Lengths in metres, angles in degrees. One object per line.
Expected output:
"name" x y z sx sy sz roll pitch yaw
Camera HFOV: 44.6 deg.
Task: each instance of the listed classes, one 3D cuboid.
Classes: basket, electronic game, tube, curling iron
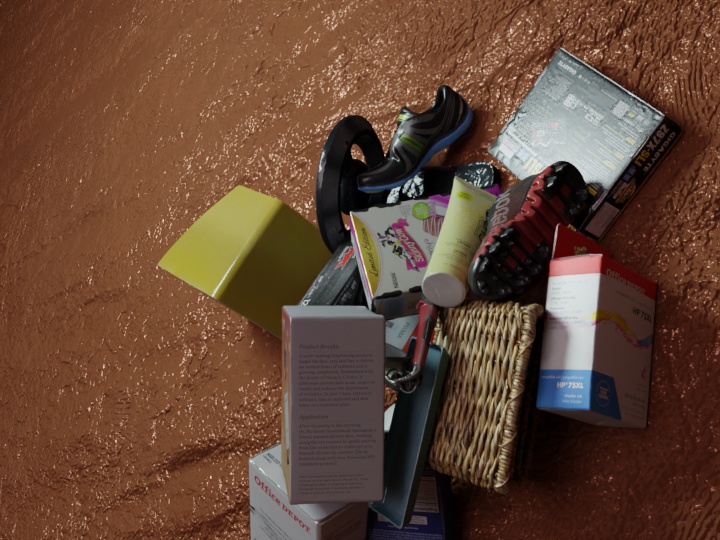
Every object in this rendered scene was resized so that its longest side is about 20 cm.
"basket" 0.166 0.139 0.973 0.148 0.142 0.202 3 80 53
"electronic game" -0.012 -0.118 1.244 0.041 0.200 0.202 7 78 24
"tube" 0.121 -0.041 1.025 0.052 0.058 0.201 -13 31 32
"curling iron" 0.067 0.051 0.981 0.049 0.026 0.201 -23 37 39

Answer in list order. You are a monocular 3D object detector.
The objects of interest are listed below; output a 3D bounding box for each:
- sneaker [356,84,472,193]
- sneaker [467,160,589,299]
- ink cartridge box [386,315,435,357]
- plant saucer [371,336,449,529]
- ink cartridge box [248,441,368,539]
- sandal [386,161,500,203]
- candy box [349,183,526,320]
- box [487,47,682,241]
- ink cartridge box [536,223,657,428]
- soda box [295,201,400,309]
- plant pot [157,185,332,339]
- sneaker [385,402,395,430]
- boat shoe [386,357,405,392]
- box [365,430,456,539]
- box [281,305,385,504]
"sneaker" 0.066 -0.181 1.218 0.199 0.083 0.071 -43 21 -9
"sneaker" 0.174 -0.039 0.991 0.201 0.071 0.098 -50 17 -26
"ink cartridge box" 0.073 0.039 1.144 0.199 0.057 0.163 -8 40 50
"plant saucer" 0.056 0.178 0.973 0.070 0.019 0.202 13 90 62
"ink cartridge box" -0.069 0.334 1.113 0.144 0.083 0.202 31 131 39
"sandal" 0.103 -0.119 1.224 0.199 0.048 0.076 -9 67 45
"candy box" 0.096 -0.024 1.094 0.198 0.061 0.137 -12 56 -5
"box" 0.265 -0.157 1.065 0.160 0.049 0.200 -57 42 18
"ink cartridge box" 0.255 0.057 0.934 0.067 0.116 0.202 -6 71 47
"soda box" 0.000 0.000 1.171 0.070 0.063 0.201 -2 45 46
"plant pot" -0.159 -0.016 1.370 0.199 0.200 0.177 22 80 49
"sneaker" -0.006 0.235 1.152 0.200 0.087 0.076 -51 6 18
"boat shoe" 0.028 0.112 1.206 0.067 0.057 0.200 -35 39 -7
"box" 0.057 0.298 1.071 0.120 0.032 0.202 -6 88 36
"box" -0.035 0.145 1.003 0.152 0.105 0.202 -168 78 -82
